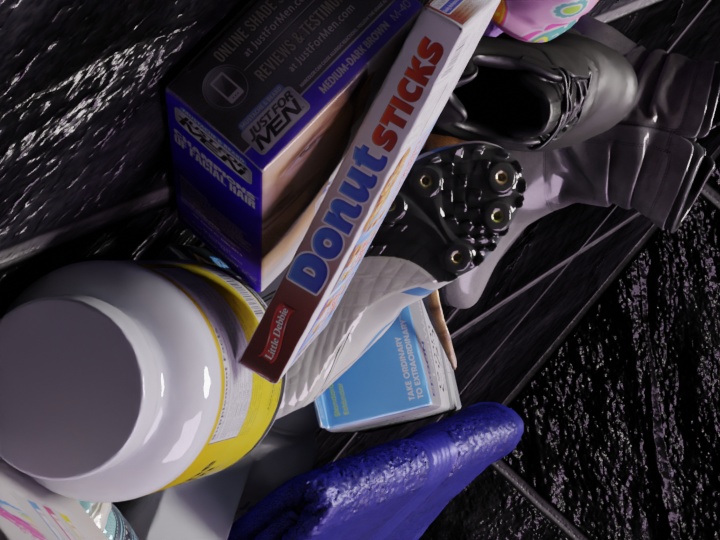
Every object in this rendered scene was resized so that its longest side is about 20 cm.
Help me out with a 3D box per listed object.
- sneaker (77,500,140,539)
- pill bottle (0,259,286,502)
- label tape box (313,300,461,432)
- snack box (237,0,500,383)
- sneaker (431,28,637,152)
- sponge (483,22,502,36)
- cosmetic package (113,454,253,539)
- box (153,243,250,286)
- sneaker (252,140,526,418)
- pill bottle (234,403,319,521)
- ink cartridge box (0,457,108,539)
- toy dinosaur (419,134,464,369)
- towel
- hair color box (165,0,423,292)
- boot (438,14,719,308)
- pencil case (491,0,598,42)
[{"bbox_3d":[-0.189,0.174,1.294,0.200,0.086,0.078,-30,-155,30],"label":"sneaker"},{"bbox_3d":[-0.110,0.050,1.209,0.112,0.112,0.200,-49,170,9],"label":"pill bottle"},{"bbox_3d":[0.003,0.017,1.477,0.066,0.143,0.200,-13,174,6],"label":"label tape box"},{"bbox_3d":[0.005,-0.042,1.174,0.200,0.024,0.072,-62,175,27],"label":"snack box"},{"bbox_3d":[0.085,-0.091,1.363,0.200,0.091,0.076,-4,108,-43],"label":"sneaker"},{"bbox_3d":[0.090,-0.153,1.538,0.112,0.030,0.200,-44,169,-28],"label":"sponge"},{"bbox_3d":[-0.139,0.184,1.420,0.151,0.052,0.200,-42,-166,24],"label":"cosmetic package"},{"bbox_3d":[-0.134,0.073,1.400,0.200,0.046,0.159,-48,172,5],"label":"box"},{"bbox_3d":[0.000,0.000,1.337,0.200,0.072,0.072,-40,-165,7],"label":"sneaker"},{"bbox_3d":[-0.099,0.121,1.559,0.200,0.112,0.112,-52,170,27],"label":"pill bottle"},{"bbox_3d":[-0.178,0.162,1.145,0.129,0.200,0.125,-48,147,4],"label":"ink cartridge box"},{"bbox_3d":[0.046,-0.059,1.428,0.060,0.106,0.200,103,11,-85],"label":"toy dinosaur"},{"bbox_3d":[-0.008,0.138,1.496,0.200,0.050,0.148,-16,154,-52],"label":"towel"},{"bbox_3d":[-0.032,-0.071,1.216,0.109,0.065,0.200,-47,169,-13],"label":"hair color box"},{"bbox_3d":[0.130,-0.049,1.514,0.200,0.132,0.070,-67,169,10],"label":"boot"},{"bbox_3d":[0.137,-0.190,1.285,0.200,0.087,0.087,-33,-176,43],"label":"pencil case"}]
